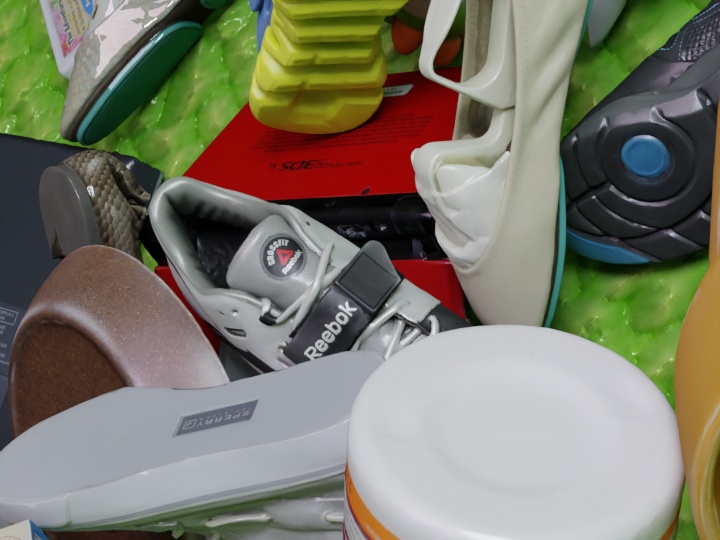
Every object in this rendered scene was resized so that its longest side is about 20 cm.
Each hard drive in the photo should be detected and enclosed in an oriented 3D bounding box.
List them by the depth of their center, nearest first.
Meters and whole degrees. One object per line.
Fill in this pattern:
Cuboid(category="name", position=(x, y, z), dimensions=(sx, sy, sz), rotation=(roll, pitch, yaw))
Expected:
Cuboid(category="hard drive", position=(-0.194, 0.025, 1.075), dimensions=(0.139, 0.033, 0.202), rotation=(12, 80, 46))

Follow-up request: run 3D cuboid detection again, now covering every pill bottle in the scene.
Cuboid(category="pill bottle", position=(0.048, 0.130, 0.680), dimensions=(0.114, 0.113, 0.201), rotation=(49, 146, 44))

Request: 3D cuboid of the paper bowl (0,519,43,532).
Cuboid(category="paper bowl", position=(-0.211, 0.141, 0.922), dimensions=(0.104, 0.201, 0.201), rotation=(-36, 47, 1))

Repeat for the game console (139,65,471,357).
Cuboid(category="game console", position=(0.000, 0.000, 0.915), dimensions=(0.199, 0.119, 0.173), rotation=(-1, 40, 43))

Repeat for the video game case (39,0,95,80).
Cuboid(category="video game case", position=(-0.134, -0.239, 1.146), dimensions=(0.182, 0.024, 0.201), rotation=(-40, 50, 24))

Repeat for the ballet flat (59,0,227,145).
Cuboid(category="ballet flat", position=(-0.105, -0.156, 1.047), dimensions=(0.200, 0.067, 0.062), rotation=(-45, 79, 10))

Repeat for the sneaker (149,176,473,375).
Cuboid(category="sneaker", position=(-0.015, 0.022, 0.786), dimensions=(0.199, 0.089, 0.074), rotation=(27, 77, 32))

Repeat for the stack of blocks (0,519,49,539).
Cuboid(category="stack of blocks", position=(-0.116, 0.204, 0.798), dimensions=(0.058, 0.200, 0.116), rotation=(-21, 53, 4))

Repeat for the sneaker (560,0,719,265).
Cuboid(category="sneaker", position=(0.153, -0.073, 0.781), dimensions=(0.200, 0.073, 0.082), rotation=(-37, 15, 36))

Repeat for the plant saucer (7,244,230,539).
Cuboid(category="plant saucer", position=(-0.111, 0.090, 0.881), dimensions=(0.200, 0.034, 0.202), rotation=(28, 126, 45))

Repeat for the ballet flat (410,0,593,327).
Cuboid(category="ballet flat", position=(0.051, -0.063, 0.770), dimensions=(0.069, 0.069, 0.202), rotation=(22, 112, 46))

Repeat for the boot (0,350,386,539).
Cuboid(category="boot", position=(-0.054, 0.098, 0.769), dimensions=(0.199, 0.096, 0.074), rotation=(-11, 31, 30))

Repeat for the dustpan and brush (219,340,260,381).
Cuboid(category="dustpan and brush", position=(-0.008, 0.107, 0.830), dimensions=(0.199, 0.057, 0.141), rotation=(13, 100, 35))

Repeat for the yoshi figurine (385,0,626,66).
Cuboid(category="yoshi figurine", position=(0.065, -0.171, 0.877), dimensions=(0.199, 0.112, 0.113), rotation=(-11, 49, 43))

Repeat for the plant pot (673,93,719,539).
Cuboid(category="plant pot", position=(0.194, -0.005, 0.626), dimensions=(0.200, 0.200, 0.184), rotation=(-35, 35, 27))

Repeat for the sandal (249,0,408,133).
Cuboid(category="sandal", position=(-0.011, -0.142, 0.831), dimensions=(0.200, 0.079, 0.088), rotation=(125, 142, -58))

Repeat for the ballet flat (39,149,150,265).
Cuboid(category="ballet flat", position=(-0.116, 0.037, 0.936), dimensions=(0.067, 0.046, 0.202), rotation=(17, 121, 48))
